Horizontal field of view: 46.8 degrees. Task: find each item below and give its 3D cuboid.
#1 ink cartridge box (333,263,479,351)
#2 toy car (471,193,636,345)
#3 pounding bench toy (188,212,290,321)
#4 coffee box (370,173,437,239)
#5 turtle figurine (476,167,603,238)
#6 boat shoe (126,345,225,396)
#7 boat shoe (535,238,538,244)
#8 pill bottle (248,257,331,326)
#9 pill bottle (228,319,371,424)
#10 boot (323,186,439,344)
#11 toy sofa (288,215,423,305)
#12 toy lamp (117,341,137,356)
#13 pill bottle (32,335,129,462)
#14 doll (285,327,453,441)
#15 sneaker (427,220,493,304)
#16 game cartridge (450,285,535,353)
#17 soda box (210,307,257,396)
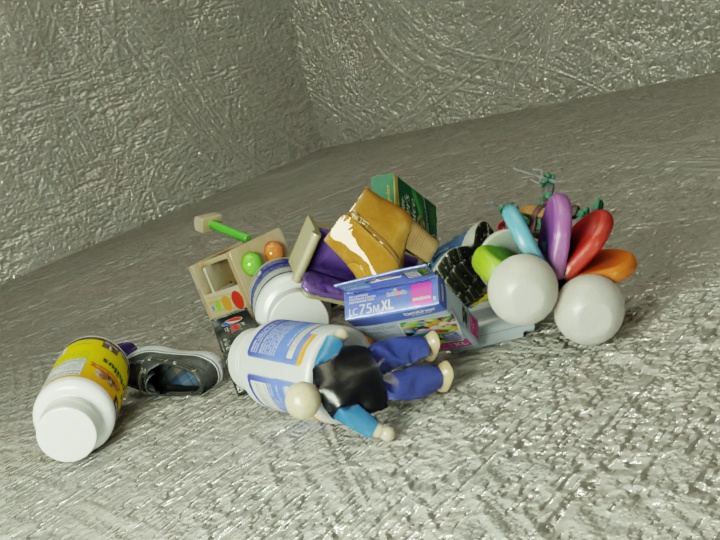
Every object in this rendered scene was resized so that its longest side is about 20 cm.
[{"bbox_3d":[0.059,0.053,0.984,0.117,0.043,0.200,-11,-27,20],"label":"ink cartridge box"},{"bbox_3d":[0.237,-0.014,1.004,0.195,0.153,0.175,16,18,-2],"label":"toy car"},{"bbox_3d":[-0.209,-0.020,1.467,0.154,0.204,0.123,-15,10,47],"label":"pounding bench toy"},{"bbox_3d":[0.076,-0.072,1.379,0.043,0.126,0.199,-7,-15,24],"label":"coffee box"},{"bbox_3d":[0.310,-0.105,1.443,0.197,0.102,0.150,13,44,34],"label":"turtle figurine"},{"bbox_3d":[-0.294,0.158,1.235,0.196,0.072,0.066,0,19,28],"label":"boat shoe"},{"bbox_3d":[0.263,-0.028,1.253,0.072,0.064,0.199,-5,13,-21],"label":"boat shoe"},{"bbox_3d":[-0.107,0.056,1.277,0.117,0.122,0.200,-18,15,-8],"label":"pill bottle"},{"bbox_3d":[-0.080,0.119,1.030,0.111,0.115,0.198,-27,18,-35],"label":"pill bottle"},{"bbox_3d":[0.007,0.001,1.153,0.204,0.142,0.071,-60,4,-8],"label":"boot"},{"bbox_3d":[0.000,0.000,1.220,0.196,0.084,0.098,17,24,-25],"label":"toy sofa"},{"bbox_3d":[-0.421,0.171,1.340,0.057,0.059,0.200,-12,16,18],"label":"toy lamp"},{"bbox_3d":[-0.385,0.177,1.151,0.107,0.112,0.201,-17,20,-1],"label":"pill bottle"},{"bbox_3d":[0.009,0.125,0.921,0.196,0.139,0.049,-10,-26,-28],"label":"doll"},{"bbox_3d":[0.133,0.003,1.189,0.088,0.079,0.200,-30,6,37],"label":"sneaker"},{"bbox_3d":[0.167,0.053,1.151,0.131,0.041,0.200,-18,14,10],"label":"game cartridge"},{"bbox_3d":[-0.174,0.115,1.230,0.062,0.072,0.200,-21,14,-10],"label":"soda box"}]
